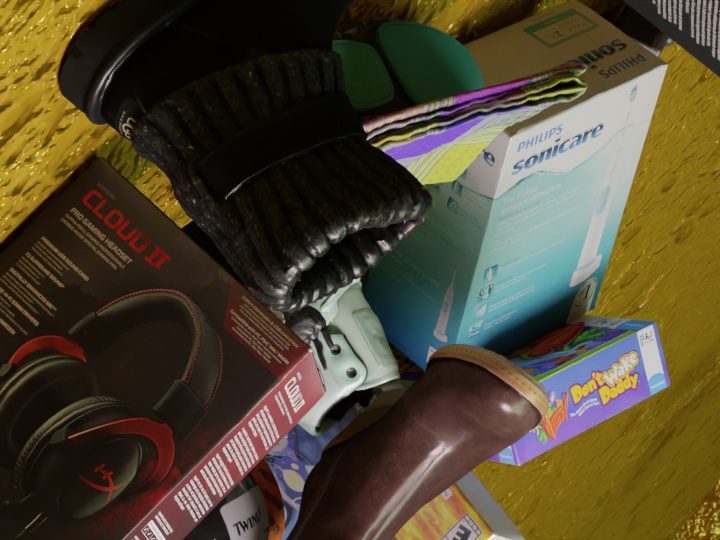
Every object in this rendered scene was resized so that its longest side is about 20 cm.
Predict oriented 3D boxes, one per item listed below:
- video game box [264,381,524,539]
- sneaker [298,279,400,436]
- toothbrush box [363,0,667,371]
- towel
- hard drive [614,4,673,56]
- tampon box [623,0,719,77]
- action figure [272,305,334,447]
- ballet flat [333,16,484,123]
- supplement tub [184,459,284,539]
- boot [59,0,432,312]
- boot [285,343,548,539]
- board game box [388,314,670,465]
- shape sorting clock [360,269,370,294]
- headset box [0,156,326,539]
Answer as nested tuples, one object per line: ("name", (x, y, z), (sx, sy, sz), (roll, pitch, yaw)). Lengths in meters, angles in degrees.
("video game box", (-0.022, 0.157, 1.598), (0.182, 0.200, 0.047), (-49, 148, 16))
("sneaker", (0.000, 0.000, 1.471), (0.201, 0.118, 0.074), (-56, 162, 22))
("toothbrush box", (0.092, -0.048, 1.578), (0.146, 0.085, 0.200), (-26, 144, -37))
("towel", (0.014, -0.057, 1.341), (0.200, 0.023, 0.144), (-18, 171, -41))
("hard drive", (0.154, -0.092, 1.726), (0.200, 0.042, 0.135), (-64, 176, 30))
("tampon box", (0.213, -0.208, 1.407), (0.150, 0.200, 0.126), (-46, 163, -10))
("action figure", (-0.088, 0.050, 1.364), (0.119, 0.102, 0.200), (-50, 153, 19))
("ballet flat", (-0.002, -0.097, 1.372), (0.072, 0.072, 0.200), (-55, 162, 19))
("supplement tub", (-0.139, 0.168, 1.484), (0.200, 0.122, 0.123), (-28, 154, -50))
("boot", (-0.016, -0.084, 1.175), (0.211, 0.158, 0.080), (-40, 161, -27))
("boot", (0.019, 0.132, 1.451), (0.167, 0.072, 0.200), (-58, -166, -24))
("board game box", (0.081, 0.070, 1.655), (0.134, 0.200, 0.045), (-24, 107, -34))
("shape sorting clock", (0.049, -0.030, 1.668), (0.200, 0.039, 0.200), (-44, 163, -17))
("headset box", (-0.124, 0.056, 1.228), (0.200, 0.149, 0.075), (-44, 163, -11))
